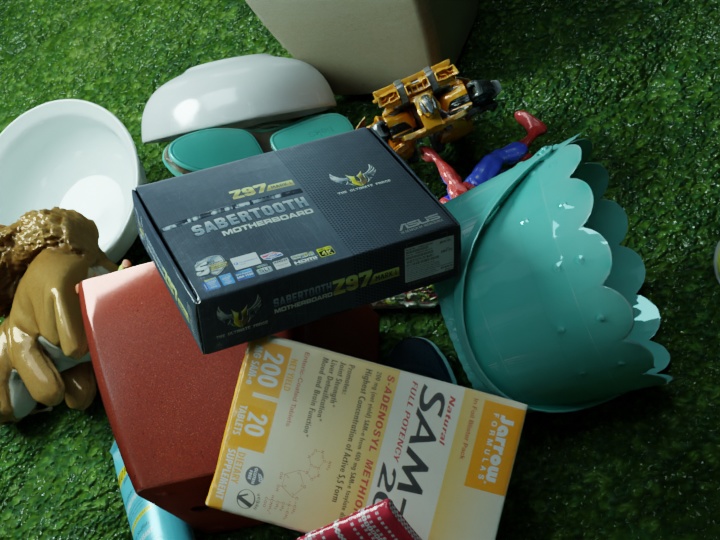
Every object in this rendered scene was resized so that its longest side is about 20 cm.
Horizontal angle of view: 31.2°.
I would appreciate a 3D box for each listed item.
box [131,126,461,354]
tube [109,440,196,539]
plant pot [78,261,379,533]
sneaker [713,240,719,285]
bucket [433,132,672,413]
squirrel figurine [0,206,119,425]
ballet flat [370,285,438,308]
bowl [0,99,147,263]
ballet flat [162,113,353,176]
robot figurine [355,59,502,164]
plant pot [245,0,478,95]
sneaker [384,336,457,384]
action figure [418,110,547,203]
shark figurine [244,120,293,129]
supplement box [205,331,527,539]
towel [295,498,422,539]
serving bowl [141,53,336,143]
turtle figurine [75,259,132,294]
[{"bbox_3d":[-0.049,-0.029,0.935,0.199,0.051,0.158,-16,37,-18],"label":"box"},{"bbox_3d":[-0.176,0.199,1.100,0.078,0.050,0.200,-55,40,23],"label":"tube"},{"bbox_3d":[-0.099,0.104,1.054,0.199,0.200,0.177,-14,61,15],"label":"plant pot"},{"bbox_3d":[0.332,0.028,0.971,0.075,0.077,0.200,-31,44,2],"label":"sneaker"},{"bbox_3d":[0.145,0.012,0.998,0.134,0.207,0.208,-21,46,17],"label":"bucket"},{"bbox_3d":[-0.314,0.045,1.226,0.186,0.141,0.201,-31,78,25],"label":"squirrel figurine"},{"bbox_3d":[0.000,0.000,1.171,0.199,0.064,0.076,-7,50,22],"label":"ballet flat"},{"bbox_3d":[-0.297,-0.068,1.339,0.200,0.090,0.202,-6,72,19],"label":"bowl"},{"bbox_3d":[-0.097,-0.100,1.227,0.199,0.071,0.068,-14,62,-29],"label":"ballet flat"},{"bbox_3d":[0.052,-0.139,1.178,0.144,0.200,0.058,-24,86,-3],"label":"robot figurine"},{"bbox_3d":[0.020,-0.292,1.322,0.199,0.177,0.201,2,50,27],"label":"plant pot"},{"bbox_3d":[0.031,0.117,1.022,0.070,0.109,0.201,-12,50,19],"label":"sneaker"},{"bbox_3d":[0.081,-0.083,1.144,0.099,0.065,0.200,26,42,15],"label":"action figure"},{"bbox_3d":[-0.139,-0.072,1.298,0.127,0.090,0.216,15,63,-4],"label":"shark figurine"},{"bbox_3d":[0.005,0.128,0.907,0.199,0.074,0.127,14,84,2],"label":"supplement box"},{"bbox_3d":[-0.020,0.242,0.895,0.199,0.145,0.023,-29,22,25],"label":"towel"},{"bbox_3d":[-0.128,-0.178,1.301,0.199,0.066,0.200,-12,5,1],"label":"serving bowl"},{"bbox_3d":[-0.141,0.006,1.126,0.199,0.162,0.065,15,37,-12],"label":"turtle figurine"}]
